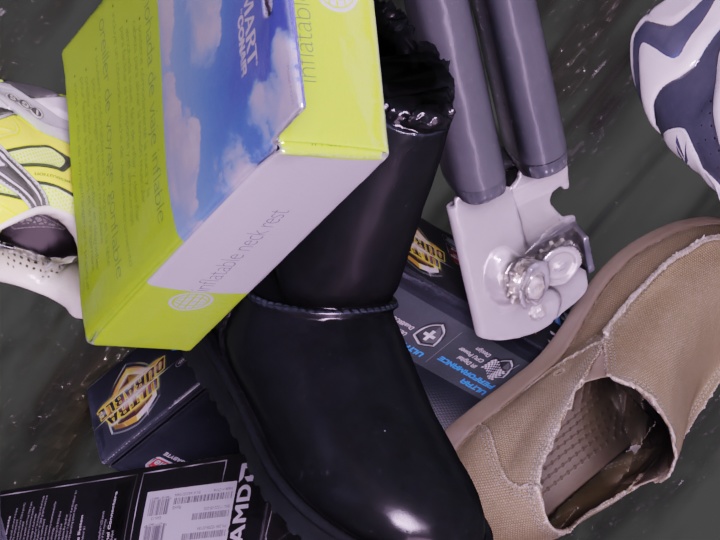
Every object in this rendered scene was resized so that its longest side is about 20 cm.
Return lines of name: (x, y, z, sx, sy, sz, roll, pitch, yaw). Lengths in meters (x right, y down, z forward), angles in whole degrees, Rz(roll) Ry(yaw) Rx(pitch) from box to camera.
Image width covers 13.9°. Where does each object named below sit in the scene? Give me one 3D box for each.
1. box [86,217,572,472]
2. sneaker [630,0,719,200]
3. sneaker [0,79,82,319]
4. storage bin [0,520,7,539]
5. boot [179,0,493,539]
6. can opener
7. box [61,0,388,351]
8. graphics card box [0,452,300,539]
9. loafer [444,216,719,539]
box: (0.007, 0.057, 1.278, 0.159, 0.046, 0.200, -38, 135, 23)
sneaker: (0.209, -0.081, 1.134, 0.199, 0.130, 0.080, -24, 139, 7)
sneaker: (-0.164, -0.041, 1.089, 0.200, 0.076, 0.075, 16, 131, -31)
storage bin: (-0.201, 0.071, 1.123, 0.145, 0.200, 0.134, -3, 126, -16)
boot: (0.001, 0.000, 1.091, 0.073, 0.198, 0.163, -3, 125, -32)
can opener: (0.049, -0.055, 1.163, 0.053, 0.066, 0.200, -25, 132, -12)
box: (-0.047, -0.064, 1.024, 0.048, 0.122, 0.200, 4, 156, -25)
graphics card box: (-0.067, 0.127, 1.260, 0.200, 0.051, 0.125, -12, 148, 40)
loafer: (0.111, 0.053, 1.229, 0.200, 0.067, 0.076, -44, 124, -25)
